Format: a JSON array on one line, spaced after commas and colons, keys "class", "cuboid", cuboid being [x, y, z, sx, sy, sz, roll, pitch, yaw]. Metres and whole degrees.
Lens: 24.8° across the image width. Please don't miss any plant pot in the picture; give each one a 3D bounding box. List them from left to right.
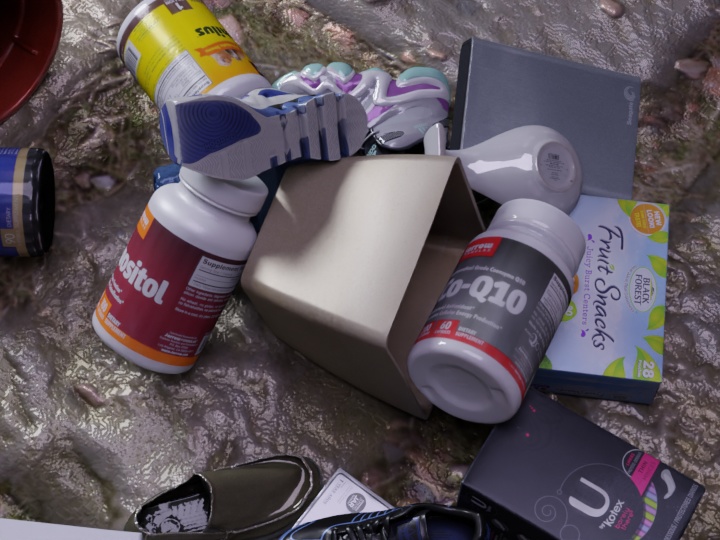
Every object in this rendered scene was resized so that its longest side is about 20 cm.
[{"class": "plant pot", "cuboid": [-0.452, -0.274, 1.721, 0.195, 0.201, 0.201, 35, 68, 23]}, {"class": "plant pot", "cuboid": [0.000, 0.000, 1.598, 0.176, 0.200, 0.201, 15, 69, 21]}]

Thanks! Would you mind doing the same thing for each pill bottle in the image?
[{"class": "pill bottle", "cuboid": [-0.416, -0.070, 1.659, 0.199, 0.112, 0.112, 0, 65, -1]}, {"class": "pill bottle", "cuboid": [-0.171, -0.010, 1.588, 0.113, 0.113, 0.201, 32, 106, 13]}, {"class": "pill bottle", "cuboid": [-0.164, -0.195, 1.718, 0.109, 0.109, 0.200, -32, 64, -15]}, {"class": "pill bottle", "cuboid": [0.133, 0.035, 1.546, 0.113, 0.114, 0.200, 24, 57, 9]}]

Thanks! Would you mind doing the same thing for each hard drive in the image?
[{"class": "hard drive", "cuboid": [0.193, -0.151, 1.693, 0.199, 0.033, 0.140, 10, 78, -20]}]

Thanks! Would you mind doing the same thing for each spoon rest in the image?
[{"class": "spoon rest", "cuboid": [0.140, -0.105, 1.625, 0.199, 0.061, 0.100, 10, 74, -33]}]

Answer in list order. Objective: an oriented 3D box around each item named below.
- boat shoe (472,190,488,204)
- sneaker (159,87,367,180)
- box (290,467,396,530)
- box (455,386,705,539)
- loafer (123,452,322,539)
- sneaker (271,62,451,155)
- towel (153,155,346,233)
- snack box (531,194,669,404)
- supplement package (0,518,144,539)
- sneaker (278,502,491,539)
[{"class": "boat shoe", "cuboid": [0.151, -0.116, 1.721, 0.064, 0.071, 0.200, 36, 67, 15]}, {"class": "sneaker", "cuboid": [-0.105, -0.133, 1.568, 0.199, 0.115, 0.081, -6, 99, -28]}, {"class": "box", "cuboid": [0.025, 0.293, 1.530, 0.200, 0.060, 0.117, 34, 68, 14]}, {"class": "box", "cuboid": [0.204, 0.218, 1.546, 0.199, 0.106, 0.122, 29, 67, 12]}, {"class": "loafer", "cuboid": [-0.129, 0.225, 1.552, 0.199, 0.070, 0.075, -21, 67, -11]}, {"class": "sneaker", "cuboid": [0.001, -0.144, 1.725, 0.199, 0.078, 0.141, -3, 64, -3]}, {"class": "towel", "cuboid": [-0.110, -0.080, 1.671, 0.199, 0.112, 0.049, -12, 55, -9]}, {"class": "snack box", "cuboid": [0.223, 0.024, 1.659, 0.168, 0.068, 0.201, 7, 66, 3]}, {"class": "supplement package", "cuboid": [-0.266, 0.321, 1.431, 0.150, 0.200, 0.152, 6, 64, 1]}, {"class": "sneaker", "cuboid": [0.019, 0.243, 1.477, 0.199, 0.078, 0.070, -6, 65, -5]}]
